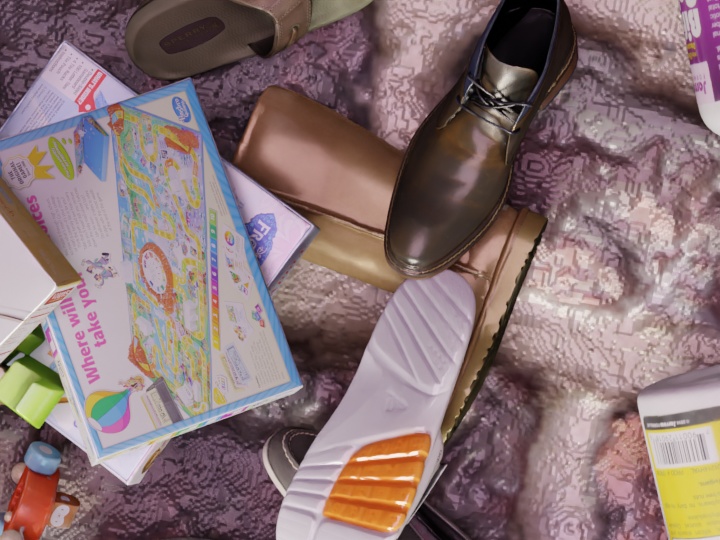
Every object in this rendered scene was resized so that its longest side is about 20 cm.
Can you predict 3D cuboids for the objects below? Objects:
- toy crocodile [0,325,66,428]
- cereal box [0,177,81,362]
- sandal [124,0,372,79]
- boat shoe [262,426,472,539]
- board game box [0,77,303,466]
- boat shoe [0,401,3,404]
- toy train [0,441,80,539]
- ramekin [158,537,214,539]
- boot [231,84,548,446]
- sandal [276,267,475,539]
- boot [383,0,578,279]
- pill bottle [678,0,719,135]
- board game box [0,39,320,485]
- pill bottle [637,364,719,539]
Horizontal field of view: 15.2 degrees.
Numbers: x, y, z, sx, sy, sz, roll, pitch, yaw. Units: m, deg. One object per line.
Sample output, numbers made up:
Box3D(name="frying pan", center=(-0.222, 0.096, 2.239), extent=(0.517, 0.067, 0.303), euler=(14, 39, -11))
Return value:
Box3D(name="toy crocodile", center=(-0.255, 0.018, 1.648), extent=(0.067, 0.062, 0.200), euler=(-41, 84, 4))
Box3D(name="cereal box", center=(-0.278, 0.017, 1.606), extent=(0.200, 0.039, 0.144), euler=(-44, 80, 20))
Box3D(name="sandal", center=(-0.062, -0.162, 1.693), extent=(0.200, 0.058, 0.080), euler=(-27, 123, 27))
Box3D(name="boat shoe", center=(0.028, 0.161, 1.715), extent=(0.200, 0.067, 0.057), euler=(43, 131, -3))
Box3D(name="board game box", center=(-0.132, 0.000, 1.627), extent=(0.134, 0.034, 0.201), euler=(-18, 84, -14))
Box3D(name="boat shoe", center=(-0.189, 0.069, 1.746), extent=(0.199, 0.071, 0.065), euler=(-20, 89, 8))
Box3D(name="toy train", center=(-0.228, 0.220, 1.740), extent=(0.055, 0.150, 0.201), euler=(23, 105, -11))
Box3D(name="ramekin", center=(-0.119, 0.279, 1.732), extent=(0.199, 0.105, 0.202), euler=(1, 94, 9))
Box3D(name="boot", center=(0.000, 0.000, 1.722), extent=(0.199, 0.066, 0.176), euler=(23, 91, 8))
Box3D(name="sandal", center=(0.024, 0.101, 1.665), extent=(0.079, 0.059, 0.208), euler=(25, 85, 26))
Box3D(name="boot", center=(0.069, -0.094, 1.649), extent=(0.074, 0.097, 0.201), euler=(25, 72, 13))
Box3D(name="pill bottle", center=(0.252, -0.146, 1.645), extent=(0.111, 0.112, 0.202), euler=(-11, 91, 9))
Box3D(name="board game box", center=(-0.162, -0.005, 1.690), extent=(0.199, 0.041, 0.200), euler=(37, 92, 7))
Box3D(name="pill bottle", center=(0.244, 0.159, 1.666), extent=(0.110, 0.111, 0.202), euler=(-12, 92, 9))
